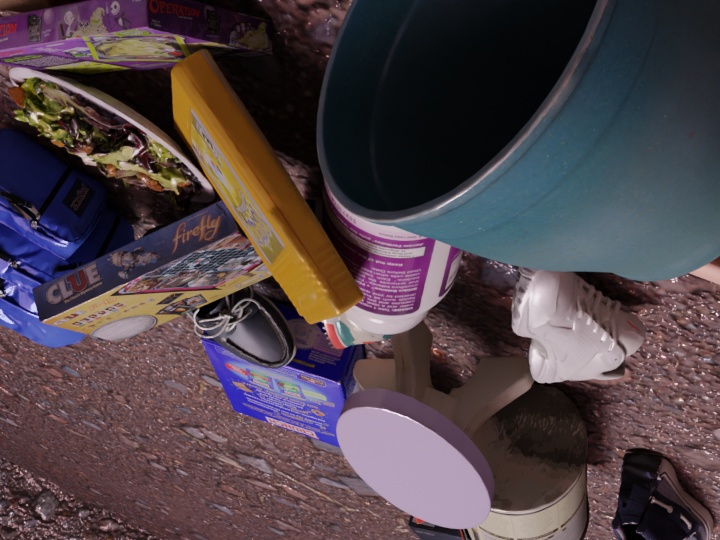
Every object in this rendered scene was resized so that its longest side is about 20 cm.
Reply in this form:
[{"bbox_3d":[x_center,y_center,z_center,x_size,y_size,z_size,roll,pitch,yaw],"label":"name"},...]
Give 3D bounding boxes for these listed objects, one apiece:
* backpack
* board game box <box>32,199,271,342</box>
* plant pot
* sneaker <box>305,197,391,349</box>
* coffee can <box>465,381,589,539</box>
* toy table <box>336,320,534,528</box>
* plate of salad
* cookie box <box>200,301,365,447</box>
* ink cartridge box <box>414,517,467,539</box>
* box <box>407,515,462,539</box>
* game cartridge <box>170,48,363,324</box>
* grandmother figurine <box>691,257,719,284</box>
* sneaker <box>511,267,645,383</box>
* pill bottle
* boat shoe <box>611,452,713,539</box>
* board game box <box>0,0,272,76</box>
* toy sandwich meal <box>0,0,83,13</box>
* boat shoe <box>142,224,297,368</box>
[{"bbox_3d":[-0.328,-0.025,0.988,0.200,0.163,0.168,36,131,-19],"label":"backpack"},{"bbox_3d":[-0.176,0.005,0.895,0.199,0.035,0.135,-23,163,11],"label":"board game box"},{"bbox_3d":[0.110,-0.085,0.508,0.187,0.201,0.199,24,157,-34],"label":"plant pot"},{"bbox_3d":[0.000,0.001,0.892,0.093,0.071,0.200,-6,141,9],"label":"sneaker"},{"bbox_3d":[0.170,0.222,1.043,0.145,0.147,0.200,13,151,21],"label":"coffee can"},{"bbox_3d":[0.062,0.134,0.891,0.183,0.118,0.201,4,142,22],"label":"toy table"},{"bbox_3d":[-0.217,-0.105,0.840,0.199,0.048,0.200,27,166,7],"label":"plate of salad"},{"bbox_3d":[-0.080,0.120,1.140,0.170,0.076,0.200,16,151,14],"label":"cookie box"},{"bbox_3d":[0.065,0.218,1.097,0.050,0.109,0.201,-19,121,1],"label":"ink cartridge box"},{"bbox_3d":[0.191,0.414,1.475,0.199,0.051,0.158,5,148,33],"label":"box"},{"bbox_3d":[-0.076,-0.050,0.731,0.201,0.032,0.176,58,169,0],"label":"game cartridge"},{"bbox_3d":[0.176,-0.033,0.652,0.199,0.061,0.122,14,144,-2],"label":"grandmother figurine"},{"bbox_3d":[0.180,0.034,0.795,0.099,0.078,0.200,4,157,22],"label":"sneaker"},{"bbox_3d":[0.025,-0.032,0.738,0.112,0.113,0.200,20,151,8],"label":"pill bottle"},{"bbox_3d":[0.332,0.287,1.087,0.074,0.093,0.200,-3,143,42],"label":"boat shoe"},{"bbox_3d":[-0.175,-0.163,0.691,0.199,0.033,0.120,3,-172,35],"label":"board game box"},{"bbox_3d":[-0.222,-0.225,0.641,0.204,0.071,0.206,19,153,10],"label":"toy sandwich meal"},{"bbox_3d":[-0.145,0.030,1.001,0.200,0.075,0.062,48,-179,-7],"label":"boat shoe"}]
